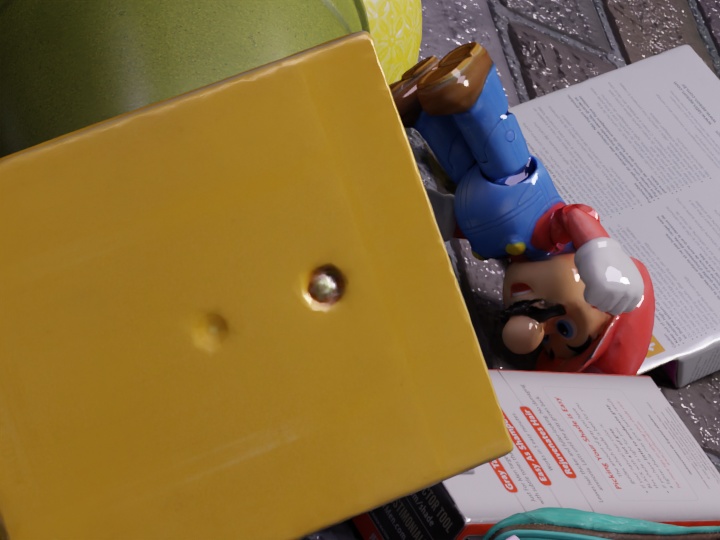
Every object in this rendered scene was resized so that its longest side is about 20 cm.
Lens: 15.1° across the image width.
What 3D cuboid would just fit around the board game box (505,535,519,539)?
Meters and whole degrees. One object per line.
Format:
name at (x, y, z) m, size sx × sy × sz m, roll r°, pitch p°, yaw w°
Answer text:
board game box at (0.078, 0.208, 1.044) m, size 0.200 × 0.041 × 0.200 m, roll 51°, pitch 20°, yaw 8°

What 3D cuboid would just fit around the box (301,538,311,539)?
box at (0.026, 0.206, 1.071) m, size 0.200 × 0.050 × 0.199 m, roll 29°, pitch 28°, yaw -40°

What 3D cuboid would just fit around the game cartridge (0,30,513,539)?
game cartridge at (-0.060, 0.023, 1.035) m, size 0.200 × 0.032 × 0.176 m, roll -20°, pitch 95°, yaw -14°

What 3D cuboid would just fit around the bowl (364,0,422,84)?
bowl at (-0.037, -0.179, 1.537) m, size 0.200 × 0.108 × 0.200 m, roll 26°, pitch 31°, yaw -17°

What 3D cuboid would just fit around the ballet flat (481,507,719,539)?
ballet flat at (0.149, 0.139, 1.191) m, size 0.200 × 0.067 × 0.070 m, roll 10°, pitch 6°, yaw 10°

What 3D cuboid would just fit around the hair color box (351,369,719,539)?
hair color box at (0.083, 0.102, 1.305) m, size 0.200 × 0.061 × 0.102 m, roll 5°, pitch 41°, yaw -43°

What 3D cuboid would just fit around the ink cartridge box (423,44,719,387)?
ink cartridge box at (0.165, -0.027, 1.567) m, size 0.200 × 0.043 × 0.196 m, roll -22°, pitch 58°, yaw -26°

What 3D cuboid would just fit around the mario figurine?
mario figurine at (0.076, -0.013, 1.418) m, size 0.200 × 0.106 × 0.123 m, roll 55°, pitch 6°, yaw -11°

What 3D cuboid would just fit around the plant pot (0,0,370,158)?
plant pot at (-0.080, -0.031, 1.160) m, size 0.200 × 0.200 × 0.193 m, roll 20°, pitch 33°, yaw -25°
